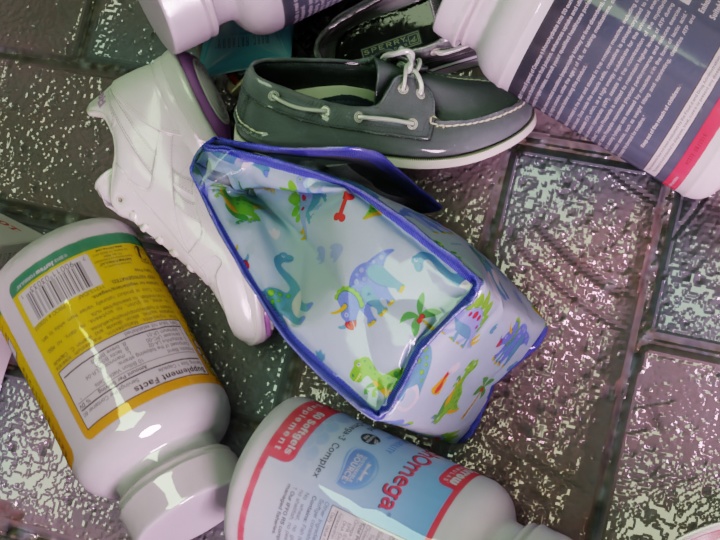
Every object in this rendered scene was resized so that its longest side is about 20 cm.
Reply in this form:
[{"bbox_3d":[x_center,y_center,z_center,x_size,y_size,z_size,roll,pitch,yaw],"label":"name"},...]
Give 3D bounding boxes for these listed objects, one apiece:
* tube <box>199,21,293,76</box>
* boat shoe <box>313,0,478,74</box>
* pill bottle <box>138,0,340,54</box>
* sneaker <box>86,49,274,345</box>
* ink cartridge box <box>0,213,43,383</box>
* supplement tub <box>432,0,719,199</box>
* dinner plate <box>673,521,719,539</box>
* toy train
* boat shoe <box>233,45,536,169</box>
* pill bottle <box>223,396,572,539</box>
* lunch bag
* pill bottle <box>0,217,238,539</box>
[{"bbox_3d":[-0.068,-0.230,1.226,0.077,0.050,0.202,-5,71,37],"label":"tube"},{"bbox_3d":[0.063,-0.175,1.169,0.198,0.068,0.074,-17,73,14],"label":"boat shoe"},{"bbox_3d":[-0.050,-0.221,1.138,0.199,0.120,0.120,-28,70,-10],"label":"pill bottle"},{"bbox_3d":[-0.116,-0.040,1.180,0.099,0.075,0.201,-22,89,10],"label":"sneaker"},{"bbox_3d":[-0.316,0.015,1.193,0.128,0.200,0.126,26,104,21],"label":"ink cartridge box"},{"bbox_3d":[0.158,-0.148,1.069,0.199,0.140,0.141,31,88,3],"label":"supplement tub"},{"bbox_3d":[0.236,0.247,1.043,0.198,0.024,0.202,-4,76,18],"label":"dinner plate"},{"bbox_3d":[-0.069,-0.136,1.222,0.200,0.034,0.046,-47,65,3],"label":"toy train"},{"bbox_3d":[0.018,-0.108,1.134,0.198,0.062,0.073,-3,37,-8],"label":"boat shoe"},{"bbox_3d":[0.024,0.162,1.085,0.199,0.109,0.110,22,85,21],"label":"pill bottle"},{"bbox_3d":[0.000,0.000,1.096,0.200,0.170,0.128,38,92,23],"label":"lunch bag"},{"bbox_3d":[-0.153,0.076,1.160,0.112,0.113,0.201,-35,70,8],"label":"pill bottle"}]
